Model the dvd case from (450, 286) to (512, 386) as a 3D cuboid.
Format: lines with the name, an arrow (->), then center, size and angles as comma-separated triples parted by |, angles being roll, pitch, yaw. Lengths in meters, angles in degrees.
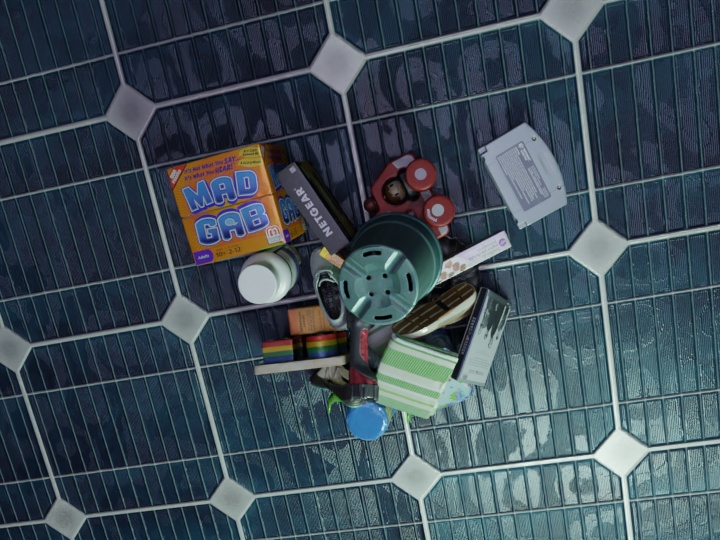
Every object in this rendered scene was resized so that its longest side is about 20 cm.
dvd case -> 0.266, 0.149, 1.135 | 0.025, 0.150, 0.202 | 18, 86, 37

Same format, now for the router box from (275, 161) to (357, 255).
router box -> -0.088, -0.139, 1.126 | 0.052, 0.157, 0.201 | -33, 97, 12

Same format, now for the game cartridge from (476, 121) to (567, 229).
game cartridge -> 0.356, -0.208, 1.127 | 0.132, 0.041, 0.201 | -28, 97, 14

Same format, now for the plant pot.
plant pot -> 0.051, 0.001, 1.002 | 0.198, 0.196, 0.202 | 4, 105, 13

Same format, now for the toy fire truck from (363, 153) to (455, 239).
toy fire truck -> 0.099, -0.137, 1.114 | 0.167, 0.112, 0.201 | -27, 88, 4

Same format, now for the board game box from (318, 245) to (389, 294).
board game box -> 0.000, 0.000, 1.170 | 0.199, 0.096, 0.030 | 36, 104, -6

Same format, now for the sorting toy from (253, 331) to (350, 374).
sorting toy -> -0.118, 0.181, 1.181 | 0.197, 0.200, 0.070 | -8, 84, 7

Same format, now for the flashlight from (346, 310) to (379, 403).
flashlight -> 0.009, 0.173, 1.097 | 0.068, 0.068, 0.202 | -13, 64, 34

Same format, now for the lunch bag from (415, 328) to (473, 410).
lunch bag -> 0.153, 0.231, 1.181 | 0.160, 0.083, 0.200 | -26, 126, 12

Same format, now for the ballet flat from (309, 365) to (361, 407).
ballet flat -> -0.052, 0.251, 1.204 | 0.068, 0.199, 0.069 | -4, 99, -37

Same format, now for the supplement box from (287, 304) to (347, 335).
supplement box -> -0.065, 0.108, 1.215 | 0.198, 0.069, 0.067 | -8, 87, 5

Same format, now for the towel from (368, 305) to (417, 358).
towel -> 0.106, 0.161, 1.192 | 0.149, 0.031, 0.200 | -31, 125, 17

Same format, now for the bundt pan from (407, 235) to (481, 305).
bundt pan -> 0.176, 0.023, 1.173 | 0.200, 0.076, 0.204 | 1, 102, 5

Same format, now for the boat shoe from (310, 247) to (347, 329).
boat shoe -> -0.069, 0.030, 1.164 | 0.069, 0.072, 0.202 | -18, 69, 2

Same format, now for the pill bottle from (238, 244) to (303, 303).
pill bottle -> -0.198, 0.008, 1.145 | 0.110, 0.200, 0.112 | 1, 102, 6

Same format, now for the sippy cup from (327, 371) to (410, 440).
sippy cup -> 0.020, 0.325, 1.223 | 0.177, 0.130, 0.140 | -29, 98, 10

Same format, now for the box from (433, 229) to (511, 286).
box -> 0.218, -0.024, 1.102 | 0.199, 0.041, 0.039 | -27, 97, 6

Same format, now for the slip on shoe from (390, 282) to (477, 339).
slip on shoe -> 0.160, 0.099, 1.101 | 0.199, 0.076, 0.061 | -30, 130, -12

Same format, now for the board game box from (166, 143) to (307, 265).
board game box -> -0.253, -0.145, 1.120 | 0.198, 0.200, 0.202 | -13, 99, 9

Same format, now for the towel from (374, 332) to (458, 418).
towel -> 0.108, 0.227, 1.101 | 0.151, 0.023, 0.201 | 17, 126, 3
